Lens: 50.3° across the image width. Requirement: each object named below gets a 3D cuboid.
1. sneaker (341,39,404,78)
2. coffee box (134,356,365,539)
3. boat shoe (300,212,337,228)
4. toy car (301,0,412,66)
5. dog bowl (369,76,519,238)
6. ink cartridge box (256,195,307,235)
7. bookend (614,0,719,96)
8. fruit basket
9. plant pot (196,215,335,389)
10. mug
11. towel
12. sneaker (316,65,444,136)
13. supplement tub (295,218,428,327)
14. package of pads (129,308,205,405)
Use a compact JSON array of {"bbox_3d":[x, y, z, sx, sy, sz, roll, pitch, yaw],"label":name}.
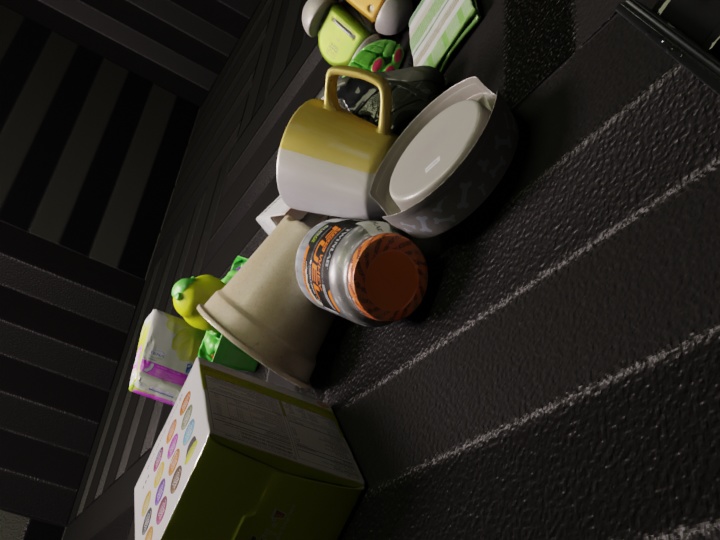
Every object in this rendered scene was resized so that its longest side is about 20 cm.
[{"bbox_3d":[-0.003,-0.317,1.325,0.200,0.076,0.084,-46,10,19],"label":"sneaker"},{"bbox_3d":[-0.140,0.260,0.917,0.203,0.196,0.198,-63,23,9],"label":"coffee box"},{"bbox_3d":[-0.105,-0.053,1.316,0.201,0.069,0.072,-52,25,34],"label":"boat shoe"},{"bbox_3d":[0.005,-0.461,1.381,0.202,0.174,0.150,-54,-10,28],"label":"toy car"},{"bbox_3d":[0.096,-0.124,0.872,0.199,0.058,0.202,-42,25,24],"label":"dog bowl"},{"bbox_3d":[-0.069,-0.139,1.254,0.200,0.044,0.173,-46,18,-15],"label":"ink cartridge box"},{"bbox_3d":[0.293,-0.200,0.488,0.202,0.091,0.201,-54,24,27],"label":"bookend"},{"bbox_3d":[-0.254,0.068,1.380,0.221,0.212,0.155,-68,22,-4],"label":"fruit basket"},{"bbox_3d":[-0.104,0.033,1.101,0.186,0.199,0.200,-56,21,-3],"label":"plant pot"},{"bbox_3d":[-0.014,-0.147,1.007,0.151,0.150,0.189,-55,-28,-28],"label":"mug"},{"bbox_3d":[0.125,-0.377,1.159,0.150,0.030,0.203,-53,27,38],"label":"towel"},{"bbox_3d":[0.021,-0.216,1.083,0.194,0.076,0.117,-3,65,20],"label":"sneaker"},{"bbox_3d":[0.000,0.000,0.946,0.125,0.120,0.199,-68,22,-4],"label":"supplement tub"},{"bbox_3d":[-0.428,0.198,1.724,0.068,0.152,0.203,-47,29,38],"label":"package of pads"}]
